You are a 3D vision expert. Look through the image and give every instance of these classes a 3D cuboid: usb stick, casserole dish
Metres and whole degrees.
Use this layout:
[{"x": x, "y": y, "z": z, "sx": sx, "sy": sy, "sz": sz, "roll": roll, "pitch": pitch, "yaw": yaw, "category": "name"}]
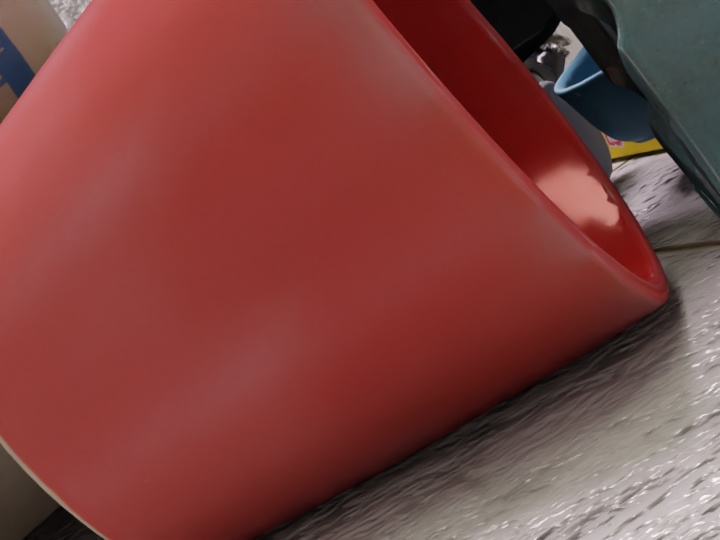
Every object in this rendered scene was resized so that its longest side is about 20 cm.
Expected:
[{"x": 0.023, "y": -0.068, "z": 0.937, "sx": 0.055, "sy": 0.033, "sz": 0.200, "roll": -33, "pitch": -2, "yaw": -22, "category": "usb stick"}, {"x": 0.148, "y": -0.105, "z": 0.970, "sx": 0.121, "sy": 0.039, "sz": 0.200, "roll": -29, "pitch": 11, "yaw": 26, "category": "casserole dish"}]

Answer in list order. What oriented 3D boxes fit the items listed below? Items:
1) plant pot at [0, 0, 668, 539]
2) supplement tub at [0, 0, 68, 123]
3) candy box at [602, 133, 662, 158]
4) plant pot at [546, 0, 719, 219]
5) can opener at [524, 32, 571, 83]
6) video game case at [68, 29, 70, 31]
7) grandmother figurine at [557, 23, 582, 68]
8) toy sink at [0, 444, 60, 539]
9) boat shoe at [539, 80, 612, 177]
[{"x": -0.032, "y": -0.014, "z": 0.757, "sx": 0.177, "sy": 0.201, "sz": 0.200, "roll": -40, "pitch": 5, "yaw": 13, "category": "plant pot"}, {"x": -0.216, "y": -0.056, "z": 0.911, "sx": 0.200, "sy": 0.132, "sz": 0.132, "roll": -43, "pitch": 10, "yaw": -10, "category": "supplement tub"}, {"x": 0.151, "y": -0.087, "z": 1.072, "sx": 0.102, "sy": 0.026, "sz": 0.200, "roll": -37, "pitch": 9, "yaw": -17, "category": "candy box"}, {"x": 0.155, "y": -0.123, "z": 0.743, "sx": 0.196, "sy": 0.200, "sz": 0.200, "roll": -38, "pitch": 7, "yaw": 5, "category": "plant pot"}, {"x": 0.054, "y": -0.104, "z": 1.171, "sx": 0.200, "sy": 0.063, "sz": 0.079, "roll": 32, "pitch": -100, "yaw": -61, "category": "can opener"}, {"x": -0.154, "y": -0.065, "z": 1.059, "sx": 0.181, "sy": 0.024, "sz": 0.200, "roll": -14, "pitch": 23, "yaw": 38, "category": "video game case"}, {"x": 0.044, "y": -0.086, "z": 1.358, "sx": 0.199, "sy": 0.061, "sz": 0.121, "roll": -33, "pitch": 16, "yaw": 4, "category": "grandmother figurine"}, {"x": -0.201, "y": 0.070, "z": 0.829, "sx": 0.200, "sy": 0.112, "sz": 0.130, "roll": -41, "pitch": -20, "yaw": 6, "category": "toy sink"}, {"x": 0.046, "y": -0.027, "z": 0.954, "sx": 0.066, "sy": 0.070, "sz": 0.200, "roll": -35, "pitch": 5, "yaw": 23, "category": "boat shoe"}]
